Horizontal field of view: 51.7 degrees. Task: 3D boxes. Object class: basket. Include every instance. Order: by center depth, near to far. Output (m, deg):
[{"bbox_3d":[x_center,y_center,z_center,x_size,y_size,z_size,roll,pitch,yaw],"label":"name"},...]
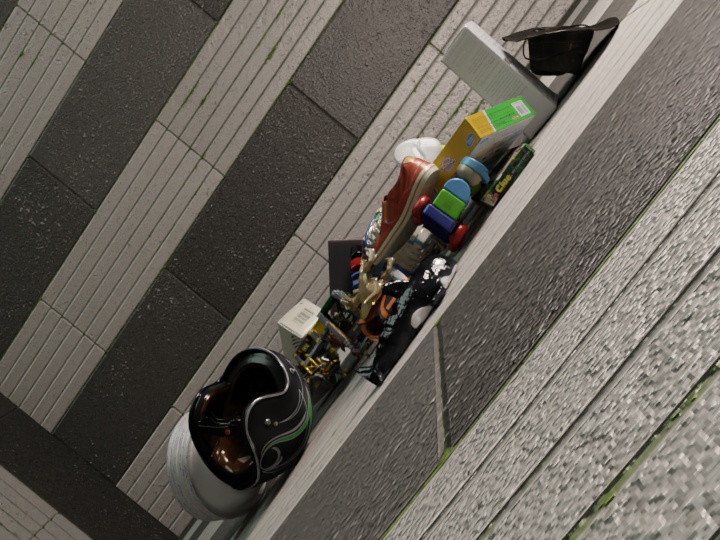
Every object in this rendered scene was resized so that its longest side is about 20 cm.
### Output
[{"bbox_3d":[0.087,-0.072,1.425,0.178,0.137,0.202,-54,-8,-34],"label":"basket"}]

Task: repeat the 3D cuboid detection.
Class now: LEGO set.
[{"bbox_3d":[-0.021,0.135,1.330,0.201,0.115,0.153,-52,-27,3],"label":"LEGO set"}]

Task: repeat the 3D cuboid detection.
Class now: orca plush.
[{"bbox_3d":[0.050,0.050,0.989,0.202,0.070,0.105,-54,1,-3],"label":"orca plush"}]

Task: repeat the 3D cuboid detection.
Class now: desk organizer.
[{"bbox_3d":[-0.021,0.042,1.449,0.077,0.070,0.206,-25,-66,-84],"label":"desk organizer"}]

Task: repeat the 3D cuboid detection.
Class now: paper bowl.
[{"bbox_3d":[-0.242,0.339,1.334,0.103,0.204,0.201,-17,23,34],"label":"paper bowl"}]

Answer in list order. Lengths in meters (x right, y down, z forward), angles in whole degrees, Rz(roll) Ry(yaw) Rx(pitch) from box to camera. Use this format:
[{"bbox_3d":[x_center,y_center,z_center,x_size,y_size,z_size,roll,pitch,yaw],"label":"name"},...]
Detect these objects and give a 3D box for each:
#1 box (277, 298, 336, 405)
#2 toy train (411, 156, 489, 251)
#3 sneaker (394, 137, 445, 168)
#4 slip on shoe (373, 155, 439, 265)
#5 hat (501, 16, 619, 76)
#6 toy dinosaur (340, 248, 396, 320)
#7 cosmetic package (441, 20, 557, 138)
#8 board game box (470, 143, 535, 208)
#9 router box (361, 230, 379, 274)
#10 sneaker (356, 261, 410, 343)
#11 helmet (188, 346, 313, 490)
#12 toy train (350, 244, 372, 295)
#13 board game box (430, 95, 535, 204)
[{"bbox_3d":[-0.101,0.161,1.442,0.082,0.067,0.203,-42,-37,-32],"label":"box"},{"bbox_3d":[0.143,-0.098,1.140,0.117,0.084,0.200,-55,-8,-2],"label":"toy train"},{"bbox_3d":[0.159,-0.188,1.387,0.105,0.194,0.078,76,-156,-71],"label":"sneaker"},{"bbox_3d":[0.060,-0.093,1.175,0.074,0.061,0.203,-28,-30,-48],"label":"slip on shoe"},{"bbox_3d":[0.329,-0.358,1.214,0.195,0.083,0.201,-9,17,3],"label":"hat"},{"bbox_3d":[0.018,0.024,1.123,0.200,0.057,0.104,155,131,-76],"label":"toy dinosaur"},{"bbox_3d":[0.233,-0.318,1.233,0.074,0.199,0.102,-50,2,27],"label":"cosmetic package"},{"bbox_3d":[0.220,-0.147,1.172,0.106,0.023,0.200,-56,1,6],"label":"board game box"},{"bbox_3d":[0.039,-0.006,1.588,0.202,0.048,0.180,-54,-29,-7],"label":"router box"},{"bbox_3d":[0.038,0.054,1.194,0.113,0.077,0.200,-52,1,1],"label":"sneaker"},{"bbox_3d":[-0.168,0.238,1.231,0.190,0.200,0.201,-40,-8,-48],"label":"helmet"},{"bbox_3d":[0.000,0.000,1.307,0.033,0.047,0.201,-19,22,5],"label":"toy train"},{"bbox_3d":[0.172,-0.177,1.184,0.151,0.041,0.201,-28,-17,-40],"label":"board game box"}]
